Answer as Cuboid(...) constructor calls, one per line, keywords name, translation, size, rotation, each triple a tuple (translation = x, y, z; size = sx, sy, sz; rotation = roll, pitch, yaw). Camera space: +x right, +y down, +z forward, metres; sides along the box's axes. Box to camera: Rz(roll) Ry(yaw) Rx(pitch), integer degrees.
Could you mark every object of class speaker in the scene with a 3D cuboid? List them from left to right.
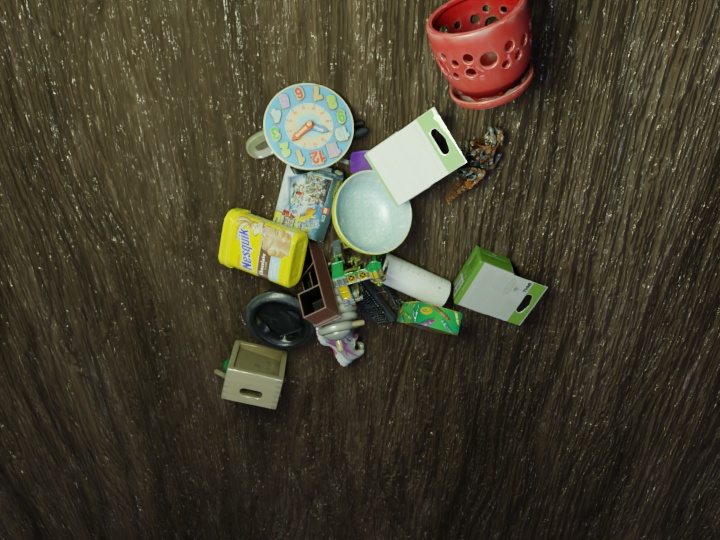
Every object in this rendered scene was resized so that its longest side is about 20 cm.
Cuboid(name="speaker", translation=(0.133, 0.024, 1.746), size=(0.199, 0.081, 0.081), rotation=(24, 123, -15))

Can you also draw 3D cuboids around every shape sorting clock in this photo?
Cuboid(name="shape sorting clock", translation=(-0.113, -0.317, 1.472), size=(0.199, 0.039, 0.201), rotation=(1, 83, -9))

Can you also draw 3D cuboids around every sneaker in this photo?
Cuboid(name="sneaker", translation=(-0.056, 0.179, 1.869), size=(0.088, 0.082, 0.200), rotation=(-26, 128, 17))

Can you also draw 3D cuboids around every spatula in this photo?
Cuboid(name="spatula", translation=(-0.062, -0.261, 1.590), size=(0.199, 0.021, 0.057), rotation=(3, 124, 1))

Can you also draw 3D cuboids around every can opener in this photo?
Cuboid(name="can opener", translation=(-0.079, -0.293, 1.529), size=(0.199, 0.064, 0.079), rotation=(-29, 153, -3))

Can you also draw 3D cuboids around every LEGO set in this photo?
Cuboid(name="LEGO set", translation=(0.000, 0.000, 1.674), size=(0.153, 0.200, 0.116), rotation=(-21, 131, 1))

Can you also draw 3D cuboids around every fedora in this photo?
Cuboid(name="fedora", translation=(-0.213, 0.116, 1.817), size=(0.199, 0.092, 0.201), rotation=(0, 128, 0))

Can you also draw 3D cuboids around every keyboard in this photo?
Cuboid(name="keyboard", translation=(0.034, 0.067, 1.801), size=(0.127, 0.021, 0.200), rotation=(-19, 124, 32))

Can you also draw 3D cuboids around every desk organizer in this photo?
Cuboid(name="desk organizer", translation=(-0.118, 0.032, 1.681), size=(0.071, 0.201, 0.077), rotation=(-25, 151, 15))

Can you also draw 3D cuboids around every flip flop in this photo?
Cuboid(name="flip flop", translation=(-0.176, -0.310, 1.536), size=(0.199, 0.058, 0.081), rotation=(-24, 121, 13))

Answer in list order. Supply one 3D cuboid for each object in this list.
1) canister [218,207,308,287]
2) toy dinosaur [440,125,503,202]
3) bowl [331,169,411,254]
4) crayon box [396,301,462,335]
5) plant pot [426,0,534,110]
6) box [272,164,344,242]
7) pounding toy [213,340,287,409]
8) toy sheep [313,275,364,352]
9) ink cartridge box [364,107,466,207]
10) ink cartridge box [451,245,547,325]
Cuboid(name="canister", translation=(-0.237, -0.055, 1.643), size=(0.199, 0.086, 0.149), rotation=(19, 109, 20))
Cuboid(name="toy dinosaur", translation=(0.253, -0.243, 1.552), size=(0.135, 0.102, 0.201), rotation=(12, 104, -26))
Cuboid(name="bowl", translation=(0.012, -0.131, 1.611), size=(0.199, 0.201, 0.108), rotation=(29, 164, -17))
Cuboid(name="crayon box", translation=(0.176, 0.124, 1.751), size=(0.118, 0.200, 0.059), rotation=(16, 84, -8))
Cuboid(name="plant pot", translation=(0.251, -0.443, 1.349), size=(0.199, 0.201, 0.183), rotation=(-16, 131, 13))
Cuboid(name="box", translation=(-0.131, -0.170, 1.635), size=(0.136, 0.038, 0.201), rotation=(15, 130, -8))
Cuboid(name="pounding toy", translation=(-0.323, 0.300, 1.913), size=(0.199, 0.184, 0.143), rotation=(13, 113, -7))
Cuboid(name="toy sheep", translation=(-0.066, 0.112, 1.749), size=(0.137, 0.201, 0.138), rotation=(-13, 168, -3))
Cuboid(name="ink cartridge box", translation=(0.127, -0.255, 1.518), size=(0.199, 0.048, 0.146), rotation=(-31, 94, 26))
Cuboid(name="ink cartridge box", translation=(0.360, 0.044, 1.754), size=(0.199, 0.076, 0.148), rotation=(20, 123, -13))
